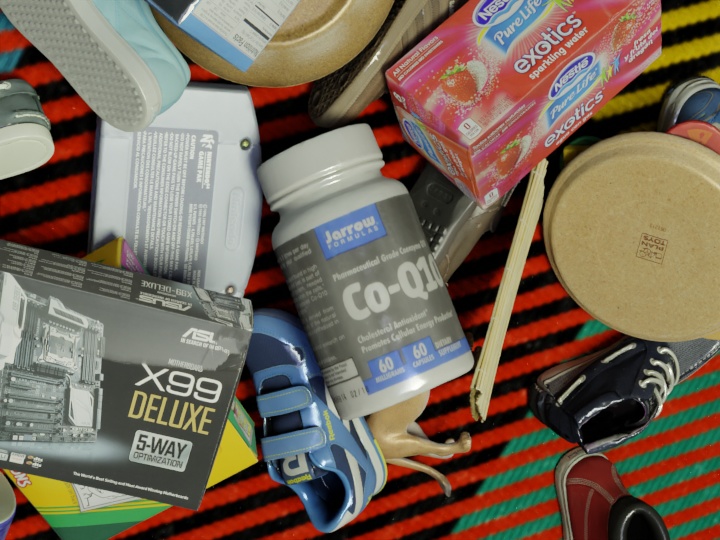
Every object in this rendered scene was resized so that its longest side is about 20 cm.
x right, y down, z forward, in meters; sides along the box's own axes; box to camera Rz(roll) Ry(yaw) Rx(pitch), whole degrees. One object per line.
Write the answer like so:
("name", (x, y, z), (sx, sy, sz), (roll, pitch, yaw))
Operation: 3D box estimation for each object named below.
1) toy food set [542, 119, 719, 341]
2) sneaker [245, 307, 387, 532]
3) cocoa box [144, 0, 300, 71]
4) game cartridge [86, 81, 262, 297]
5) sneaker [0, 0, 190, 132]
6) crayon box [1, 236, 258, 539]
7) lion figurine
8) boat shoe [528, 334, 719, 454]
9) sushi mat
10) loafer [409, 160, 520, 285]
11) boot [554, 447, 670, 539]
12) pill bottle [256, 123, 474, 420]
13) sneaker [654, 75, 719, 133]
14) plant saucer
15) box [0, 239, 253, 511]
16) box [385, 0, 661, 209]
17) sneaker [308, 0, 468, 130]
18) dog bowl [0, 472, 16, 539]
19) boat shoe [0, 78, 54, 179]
("toy food set", (0.248, -0.030, 1.155), (0.198, 0.049, 0.200), (5, 121, 25))
("sneaker", (-0.045, 0.122, 1.130), (0.073, 0.082, 0.201), (-16, 112, 36))
("cocoa box", (-0.126, -0.251, 0.916), (0.200, 0.133, 0.132), (41, 95, 14))
("game cartridge", (-0.143, -0.047, 1.082), (0.131, 0.041, 0.203), (3, 107, -15))
("sneaker", (-0.198, -0.194, 1.001), (0.074, 0.082, 0.201), (-29, 99, 40))
("crayon box", (-0.201, 0.101, 1.074), (0.171, 0.058, 0.201), (-27, 118, 10))
("lion figurine", (0.033, 0.104, 1.170), (0.121, 0.073, 0.202), (0, 112, -11))
("boat shoe", (0.253, 0.097, 1.223), (0.198, 0.093, 0.075), (-28, 114, -7))
("sushi mat", (0.119, 0.017, 1.118), (0.012, 0.096, 0.202), (14, 73, 10))
("loafer", (0.089, -0.070, 1.138), (0.201, 0.073, 0.071), (-51, 149, 2))
("boot", (0.240, 0.274, 1.251), (0.072, 0.144, 0.202), (-22, 114, -11))
("pill bottle", (0.000, 0.000, 1.054), (0.113, 0.114, 0.202), (-22, 88, -9))
("sneaker", (0.279, -0.060, 1.188), (0.075, 0.077, 0.203), (-2, 111, -18))
("plant saucer", (-0.066, -0.234, 1.012), (0.197, 0.035, 0.203), (0, 99, -3))
("box", (-0.190, 0.076, 1.000), (0.198, 0.050, 0.159), (15, 115, -12))
("box", (0.127, -0.158, 1.062), (0.200, 0.100, 0.096), (-41, 151, -10))
("sneaker", (0.043, -0.180, 1.077), (0.075, 0.070, 0.201), (34, 97, -30))
("dog bowl", (-0.351, 0.165, 0.996), (0.198, 0.200, 0.079), (24, 98, -23))
("boat shoe", (-0.323, -0.091, 1.007), (0.197, 0.073, 0.062), (-13, 68, -6))
